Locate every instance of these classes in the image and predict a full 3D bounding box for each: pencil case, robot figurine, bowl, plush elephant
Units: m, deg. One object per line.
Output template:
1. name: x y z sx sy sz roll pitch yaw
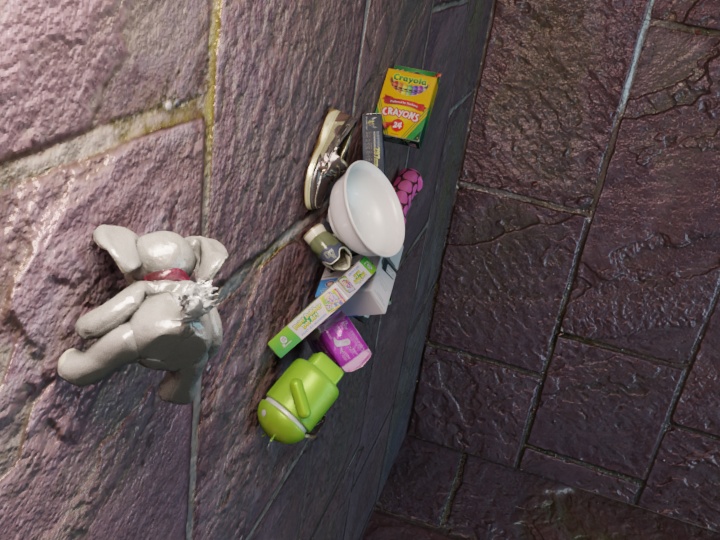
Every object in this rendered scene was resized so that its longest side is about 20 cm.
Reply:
1. pencil case: 0.124 -0.209 2.157 0.094 0.090 0.201 52 46 -29
2. robot figurine: -0.123 0.259 1.463 0.200 0.116 0.175 -50 -171 -18
3. bowl: -0.002 -0.112 1.472 0.201 0.090 0.203 31 50 -45
4. plush elephant: -0.224 0.028 0.802 0.200 0.164 0.156 -47 -135 31

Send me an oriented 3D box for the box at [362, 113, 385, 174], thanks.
1. box: 0.033 -0.232 1.674 0.158 0.051 0.201 80 8 -61

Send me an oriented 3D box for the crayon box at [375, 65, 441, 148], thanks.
1. crayon box: 0.111 -0.408 1.777 0.051 0.126 0.201 52 52 -74

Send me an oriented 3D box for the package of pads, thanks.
1. package of pads: -0.053 0.159 1.566 0.075 0.121 0.200 -34 180 -16

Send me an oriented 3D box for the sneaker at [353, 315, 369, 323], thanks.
1. sneaker: 0.004 0.030 1.709 0.115 0.075 0.201 -47 -151 15

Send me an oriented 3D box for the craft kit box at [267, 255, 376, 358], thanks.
1. craft kit box: -0.073 0.069 1.461 0.200 0.049 0.197 -42 178 24

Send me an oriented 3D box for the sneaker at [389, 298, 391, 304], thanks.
1. sneaker: 0.061 0.025 1.933 0.083 0.072 0.200 -44 151 -9

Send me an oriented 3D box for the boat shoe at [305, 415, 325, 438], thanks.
1. boat shoe: -0.123 0.353 1.750 0.200 0.070 0.071 44 68 -85

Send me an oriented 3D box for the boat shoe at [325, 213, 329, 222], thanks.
1. boat shoe: -0.022 -0.149 1.608 0.202 0.074 0.087 -42 145 -73

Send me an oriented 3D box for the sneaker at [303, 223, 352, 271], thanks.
1. sneaker: -0.054 -0.032 1.524 0.067 0.090 0.200 -40 164 5

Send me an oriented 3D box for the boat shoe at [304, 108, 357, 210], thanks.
1. boat shoe: -0.057 -0.210 1.404 0.073 0.064 0.202 20 85 -78

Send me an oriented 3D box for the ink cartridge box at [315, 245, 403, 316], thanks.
1. ink cartridge box: 0.000 0.000 1.640 0.084 0.144 0.201 57 37 -39
